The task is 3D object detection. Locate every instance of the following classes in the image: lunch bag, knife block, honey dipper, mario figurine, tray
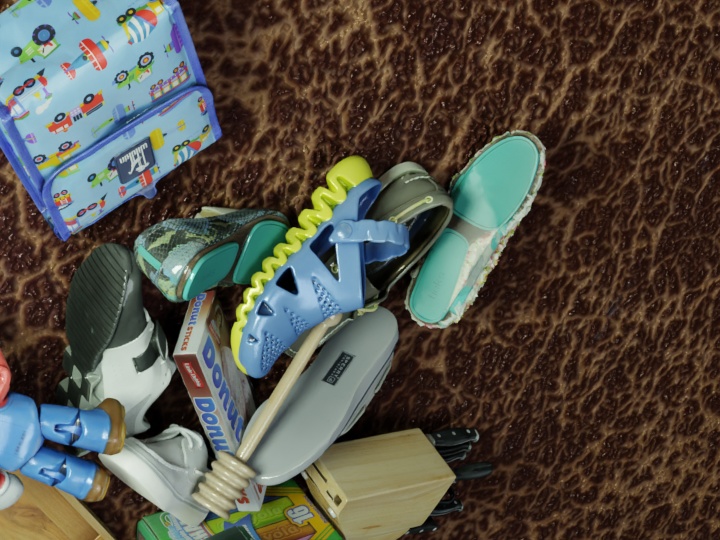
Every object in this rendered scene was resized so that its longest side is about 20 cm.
[{"bbox_3d":[-0.191,-0.117,1.425,0.150,0.094,0.201,-37,147,-11],"label":"lunch bag"},{"bbox_3d":[0.041,0.184,1.772,0.175,0.064,0.201,-35,152,-11],"label":"knife block"},{"bbox_3d":[-0.073,0.111,1.604,0.038,0.038,0.201,36,82,-45],"label":"honey dipper"},{"bbox_3d":[-0.285,0.108,1.487,0.198,0.106,0.125,20,63,-21],"label":"mario figurine"},{"bbox_3d":[-0.286,0.204,1.599,0.098,0.037,0.201,-40,136,-7],"label":"tray"}]

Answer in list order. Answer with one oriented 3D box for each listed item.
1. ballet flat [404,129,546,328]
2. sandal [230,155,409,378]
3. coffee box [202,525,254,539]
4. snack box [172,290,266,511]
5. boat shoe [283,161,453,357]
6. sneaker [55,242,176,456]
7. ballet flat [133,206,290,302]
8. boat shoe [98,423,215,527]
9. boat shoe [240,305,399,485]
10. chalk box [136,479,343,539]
[{"bbox_3d":[0.102,-0.039,1.708,0.201,0.075,0.064,-57,165,17],"label":"ballet flat"},{"bbox_3d":[-0.031,0.006,1.577,0.201,0.087,0.080,-55,167,-4],"label":"sandal"},{"bbox_3d":[-0.083,0.326,1.601,0.044,0.123,0.202,-19,129,-25],"label":"coffee box"},{"bbox_3d":[-0.113,0.113,1.641,0.024,0.072,0.201,-2,134,17],"label":"snack box"},{"bbox_3d":[-0.002,-0.001,1.648,0.202,0.060,0.072,-48,135,2],"label":"boat shoe"},{"bbox_3d":[-0.187,0.057,1.547,0.088,0.074,0.201,-10,135,-31],"label":"sneaker"},{"bbox_3d":[-0.117,-0.023,1.534,0.075,0.074,0.200,-61,165,15],"label":"ballet flat"},{"bbox_3d":[-0.156,0.163,1.613,0.069,0.072,0.200,-55,155,-8],"label":"boat shoe"},{"bbox_3d":[-0.033,0.117,1.680,0.201,0.071,0.066,-55,155,-31],"label":"boat shoe"},{"bbox_3d":[-0.124,0.285,1.712,0.198,0.124,0.126,-15,127,-28],"label":"chalk box"}]
